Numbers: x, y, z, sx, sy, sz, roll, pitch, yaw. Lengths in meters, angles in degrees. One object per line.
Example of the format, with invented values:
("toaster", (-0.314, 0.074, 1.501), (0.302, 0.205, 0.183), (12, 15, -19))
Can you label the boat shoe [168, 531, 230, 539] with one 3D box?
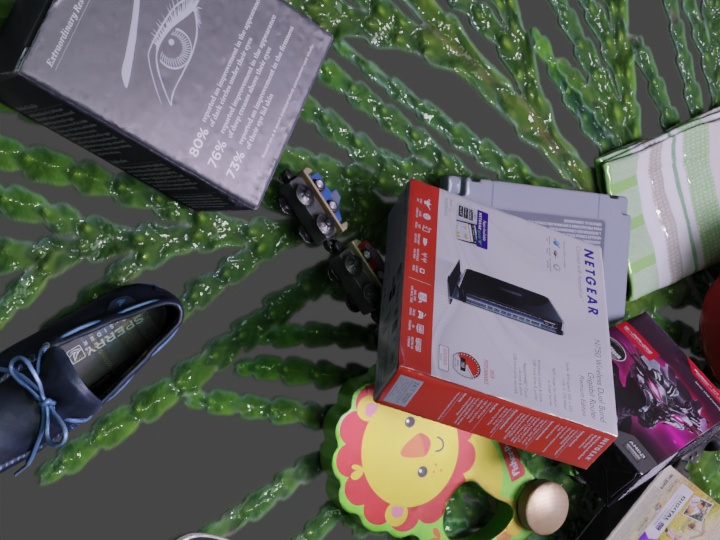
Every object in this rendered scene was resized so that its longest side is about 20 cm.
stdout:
("boat shoe", (-0.078, 0.272, 0.971), (0.200, 0.062, 0.075), (48, 70, -23))

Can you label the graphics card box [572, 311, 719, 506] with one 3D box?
("graphics card box", (0.230, 0.113, 1.078), (0.200, 0.051, 0.126), (-15, 60, -49))

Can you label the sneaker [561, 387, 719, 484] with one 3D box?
("sneaker", (0.277, 0.167, 1.185), (0.199, 0.077, 0.084), (-14, 95, -30))

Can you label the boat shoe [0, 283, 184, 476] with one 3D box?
("boat shoe", (-0.210, 0.070, 0.876), (0.200, 0.069, 0.084), (-46, 114, -23))

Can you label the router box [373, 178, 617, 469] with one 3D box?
("router box", (0.105, 0.038, 0.981), (0.179, 0.049, 0.201), (18, 45, -14))

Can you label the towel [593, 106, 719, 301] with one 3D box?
("towel", (0.320, -0.069, 1.233), (0.199, 0.031, 0.150), (-22, 102, -30))

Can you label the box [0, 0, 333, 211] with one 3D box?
("box", (-0.144, -0.149, 0.890), (0.200, 0.104, 0.149), (31, 76, -29))

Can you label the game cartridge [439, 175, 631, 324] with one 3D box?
("game cartridge", (0.152, -0.009, 1.118), (0.199, 0.040, 0.134), (5, 86, -28))

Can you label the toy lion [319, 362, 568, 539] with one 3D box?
("toy lion", (0.063, 0.163, 1.063), (0.191, 0.069, 0.201), (-26, 105, -22))

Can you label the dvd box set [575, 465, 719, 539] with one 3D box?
("dvd box set", (0.288, 0.271, 1.183), (0.200, 0.029, 0.147), (36, 93, -34))

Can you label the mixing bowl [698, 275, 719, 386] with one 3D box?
("mixing bowl", (0.402, 0.062, 1.225), (0.200, 0.108, 0.201), (24, 56, -41))

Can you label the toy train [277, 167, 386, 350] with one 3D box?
("toy train", (0.000, 0.000, 1.005), (0.046, 0.034, 0.200), (-41, 99, -42))
